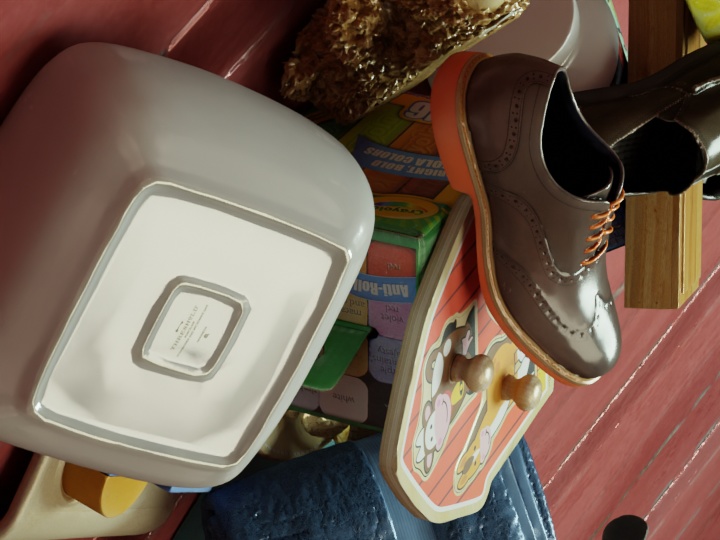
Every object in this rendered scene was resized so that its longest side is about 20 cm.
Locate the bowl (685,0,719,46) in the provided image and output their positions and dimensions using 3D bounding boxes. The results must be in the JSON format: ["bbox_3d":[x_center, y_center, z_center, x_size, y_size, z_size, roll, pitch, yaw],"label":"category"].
[{"bbox_3d":[0.228,-0.233,1.660,0.108,0.200,0.200,-15,165,14],"label":"bowl"}]

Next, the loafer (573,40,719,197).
[{"bbox_3d":[0.181,-0.071,1.616,0.200,0.071,0.073,-19,128,-18],"label":"loafer"}]

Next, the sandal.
[{"bbox_3d":[0.008,0.074,1.731,0.212,0.070,0.078,1,89,-65],"label":"sandal"}]

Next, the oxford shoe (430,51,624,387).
[{"bbox_3d":[0.100,-0.021,1.461,0.071,0.072,0.200,-55,133,-38],"label":"oxford shoe"}]

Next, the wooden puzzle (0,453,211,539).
[{"bbox_3d":[-0.105,0.069,1.578,0.200,0.046,0.185,-61,160,8],"label":"wooden puzzle"}]

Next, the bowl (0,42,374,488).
[{"bbox_3d":[-0.092,0.010,1.353,0.200,0.075,0.200,20,104,-38],"label":"bowl"}]

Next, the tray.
[{"bbox_3d":[0.181,-0.083,1.716,0.099,0.037,0.200,-29,120,-75],"label":"tray"}]

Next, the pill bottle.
[{"bbox_3d":[0.101,-0.110,1.694,0.113,0.112,0.200,-54,160,-9],"label":"pill bottle"}]

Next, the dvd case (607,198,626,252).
[{"bbox_3d":[0.064,-0.008,1.727,0.200,0.018,0.143,-22,162,7],"label":"dvd case"}]

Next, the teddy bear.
[{"bbox_3d":[0.035,-0.140,1.484,0.145,0.067,0.200,-30,179,-20],"label":"teddy bear"}]

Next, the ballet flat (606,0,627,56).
[{"bbox_3d":[0.147,-0.088,1.894,0.074,0.074,0.200,-35,150,-46],"label":"ballet flat"}]

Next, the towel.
[{"bbox_3d":[0.012,0.150,1.675,0.200,0.112,0.049,-17,179,-21],"label":"towel"}]

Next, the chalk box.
[{"bbox_3d":[0.000,0.000,1.536,0.200,0.125,0.124,-45,142,-53],"label":"chalk box"}]

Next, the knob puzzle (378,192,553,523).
[{"bbox_3d":[0.066,0.048,1.519,0.220,0.030,0.220,-46,143,-51],"label":"knob puzzle"}]

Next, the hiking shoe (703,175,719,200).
[{"bbox_3d":[0.239,-0.081,2.065,0.200,0.101,0.076,-14,134,-62],"label":"hiking shoe"}]

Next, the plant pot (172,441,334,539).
[{"bbox_3d":[-0.001,0.203,1.788,0.141,0.200,0.141,-58,159,3],"label":"plant pot"}]

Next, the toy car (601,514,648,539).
[{"bbox_3d":[0.160,0.247,1.730,0.158,0.164,0.200,76,37,-63],"label":"toy car"}]
